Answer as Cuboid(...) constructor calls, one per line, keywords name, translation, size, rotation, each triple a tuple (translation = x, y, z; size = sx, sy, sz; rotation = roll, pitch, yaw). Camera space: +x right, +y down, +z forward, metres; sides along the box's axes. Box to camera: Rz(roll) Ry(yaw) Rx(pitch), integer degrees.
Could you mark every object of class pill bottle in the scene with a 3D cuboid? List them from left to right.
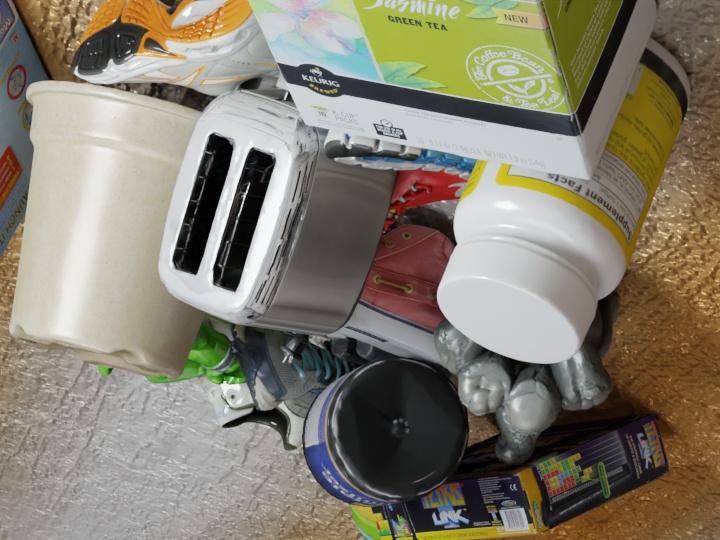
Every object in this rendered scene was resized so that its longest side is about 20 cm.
Cuboid(name="pill bottle", translation=(0.014, 0.132, 1.803), size=(0.112, 0.112, 0.200), rotation=(27, 168, -5))
Cuboid(name="pill bottle", translation=(0.126, -0.050, 1.419), size=(0.114, 0.201, 0.114), rotation=(20, 154, 10))

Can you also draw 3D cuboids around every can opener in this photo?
Cuboid(name="can opener", translation=(0.006, 0.048, 1.845), size=(0.052, 0.067, 0.200), rotation=(3, 164, 41))

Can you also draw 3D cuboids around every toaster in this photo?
Cuboid(name="toaster", translation=(-0.060, -0.035, 1.562), size=(0.113, 0.201, 0.129), rotation=(23, -171, 31))

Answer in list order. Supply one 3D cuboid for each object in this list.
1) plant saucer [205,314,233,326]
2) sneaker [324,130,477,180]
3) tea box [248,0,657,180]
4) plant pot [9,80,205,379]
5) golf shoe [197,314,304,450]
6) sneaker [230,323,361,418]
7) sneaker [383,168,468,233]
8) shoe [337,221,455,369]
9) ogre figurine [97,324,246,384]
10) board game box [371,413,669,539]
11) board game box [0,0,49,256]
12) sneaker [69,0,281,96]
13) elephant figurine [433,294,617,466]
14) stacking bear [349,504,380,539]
Cuboid(name="plant saucer", translation=(-0.120, -0.014, 1.890), size=(0.199, 0.031, 0.200), rotation=(19, 153, 10))
Cuboid(name="sneaker", translation=(0.075, -0.105, 1.512), size=(0.199, 0.087, 0.075), rotation=(9, 170, -24))
Cuboid(name="tea box", translation=(0.051, -0.175, 1.326), size=(0.199, 0.134, 0.197), rotation=(12, 151, 25))
Cuboid(name="plant pot", translation=(-0.175, -0.022, 1.682), size=(0.200, 0.184, 0.200), rotation=(14, 172, 2))
Cuboid(name="golf shoe", translation=(-0.119, 0.087, 2.004), size=(0.199, 0.097, 0.078), rotation=(25, 156, 3))
Cuboid(name="sneaker", translation=(-0.044, 0.071, 1.885), size=(0.086, 0.078, 0.200), rotation=(-21, 168, 14))
Cuboid(name="sneaker", translation=(0.022, -0.055, 1.630), size=(0.200, 0.085, 0.077), rotation=(-5, 143, 46))
Cuboid(name="shoe", translation=(0.000, 0.000, 1.711), size=(0.200, 0.091, 0.071), rotation=(23, 166, -25))
Cuboid(name="ogre figurine", translation=(-0.197, 0.049, 1.928), size=(0.200, 0.098, 0.120), rotation=(34, 167, 15))
Cuboid(name="board game box", translation=(0.131, 0.176, 1.888), size=(0.200, 0.165, 0.057), rotation=(-13, 96, 50))
Cuboid(name="board game box", translation=(-0.311, -0.093, 1.711), size=(0.056, 0.200, 0.196), rotation=(15, 152, 20))
Cuboid(name="sneaker", translation=(-0.122, -0.150, 1.594), size=(0.200, 0.076, 0.092), rotation=(-2, 148, 44))
Cuboid(name="elephant figurine", translation=(0.128, 0.056, 1.715), size=(0.142, 0.155, 0.200), rotation=(57, -174, 8))
Cuboid(name="stacking bear", translation=(0.040, 0.192, 2.061), size=(0.113, 0.122, 0.200), rotation=(5, 139, 21))
